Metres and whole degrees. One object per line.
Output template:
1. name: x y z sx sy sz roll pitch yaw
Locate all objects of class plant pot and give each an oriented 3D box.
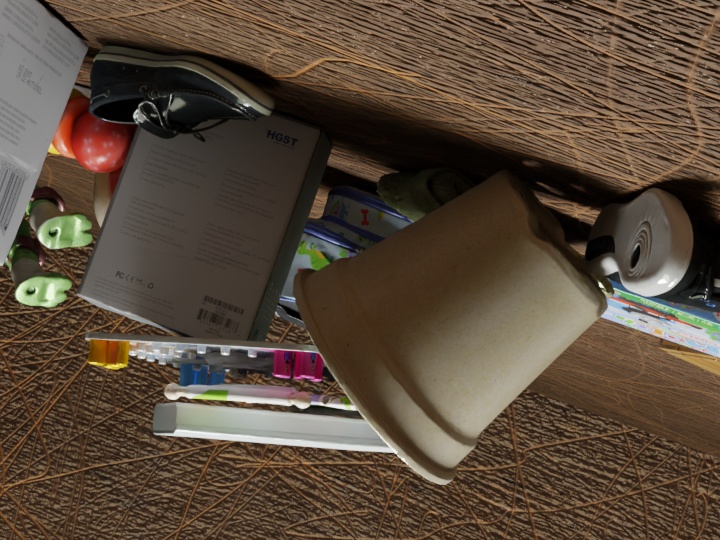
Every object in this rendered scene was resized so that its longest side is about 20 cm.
1. plant pot: 0.079 0.028 1.333 0.201 0.183 0.201 49 -168 -15

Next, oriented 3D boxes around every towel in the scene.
1. towel: 0.115 -0.031 1.491 0.199 0.037 0.148 30 173 -17

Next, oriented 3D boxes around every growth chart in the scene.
1. growth chart: -0.044 0.105 1.395 0.144 0.018 0.200 2 173 29

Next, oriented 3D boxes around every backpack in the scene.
1. backpack: 0.000 0.000 1.690 0.198 0.148 0.183 17 175 -7

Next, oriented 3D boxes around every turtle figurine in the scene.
1. turtle figurine: -0.289 -0.058 1.624 0.200 0.144 0.194 49 -175 -45

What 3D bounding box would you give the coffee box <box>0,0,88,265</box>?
1. coffee box: -0.364 -0.142 1.367 0.196 0.202 0.200 19 174 13

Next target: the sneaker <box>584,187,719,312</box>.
1. sneaker: 0.239 -0.009 1.243 0.111 0.074 0.200 17 -177 -8

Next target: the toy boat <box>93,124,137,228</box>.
1. toy boat: -0.151 -0.058 1.610 0.130 0.131 0.200 -16 141 18

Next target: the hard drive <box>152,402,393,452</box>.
1. hard drive: -0.065 0.131 1.444 0.198 0.027 0.132 6 173 -14

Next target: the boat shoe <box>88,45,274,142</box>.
1. boat shoe: -0.146 -0.135 1.382 0.199 0.063 0.074 13 169 40

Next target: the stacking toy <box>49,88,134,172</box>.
1. stacking toy: -0.267 -0.137 1.521 0.199 0.086 0.085 26 179 37

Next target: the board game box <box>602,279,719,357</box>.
1. board game box: 0.288 0.035 1.593 0.150 0.037 0.200 19 174 11

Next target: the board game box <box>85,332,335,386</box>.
1. board game box: -0.091 0.080 1.402 0.198 0.026 0.200 3 171 21

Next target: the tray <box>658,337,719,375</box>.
1. tray: 0.414 0.103 1.793 0.199 0.037 0.098 22 174 -25

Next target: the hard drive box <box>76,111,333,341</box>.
1. hard drive box: -0.129 -0.043 1.477 0.155 0.202 0.077 19 174 9

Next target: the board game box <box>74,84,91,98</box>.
1. board game box: -0.203 -0.132 1.723 0.198 0.035 0.134 18 174 22
